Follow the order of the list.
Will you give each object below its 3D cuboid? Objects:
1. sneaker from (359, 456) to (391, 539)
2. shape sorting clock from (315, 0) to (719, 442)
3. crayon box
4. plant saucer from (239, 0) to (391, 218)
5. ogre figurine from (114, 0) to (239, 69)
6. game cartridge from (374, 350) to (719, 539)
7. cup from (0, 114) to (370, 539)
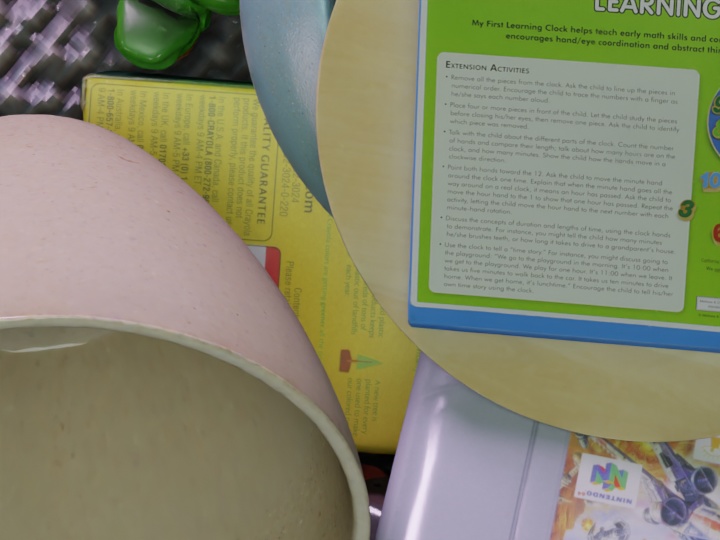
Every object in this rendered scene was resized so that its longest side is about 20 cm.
[{"bbox_3d":[-0.010,0.111,1.061,0.200,0.077,0.082,-8,66,5],"label":"sneaker"},{"bbox_3d":[0.086,-0.044,0.898,0.200,0.039,0.200,3,111,9],"label":"shape sorting clock"},{"bbox_3d":[0.000,0.000,1.049,0.200,0.051,0.127,5,95,3],"label":"crayon box"},{"bbox_3d":[0.062,-0.088,0.944,0.200,0.027,0.200,-1,95,-12],"label":"plant saucer"},{"bbox_3d":[-0.054,-0.114,1.008,0.200,0.120,0.098,7,97,3],"label":"ogre figurine"},{"bbox_3d":[0.106,0.085,0.927,0.200,0.133,0.042,11,138,4],"label":"game cartridge"},{"bbox_3d":[-0.104,0.034,0.945,0.200,0.143,0.200,-5,136,-5],"label":"cup"}]
